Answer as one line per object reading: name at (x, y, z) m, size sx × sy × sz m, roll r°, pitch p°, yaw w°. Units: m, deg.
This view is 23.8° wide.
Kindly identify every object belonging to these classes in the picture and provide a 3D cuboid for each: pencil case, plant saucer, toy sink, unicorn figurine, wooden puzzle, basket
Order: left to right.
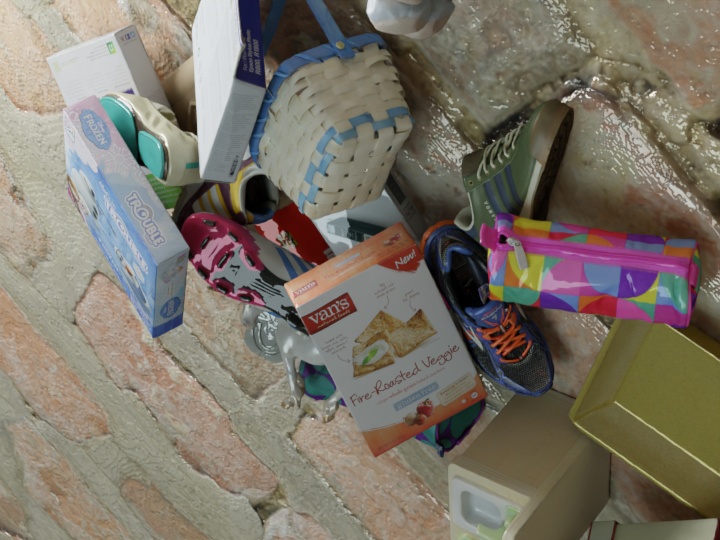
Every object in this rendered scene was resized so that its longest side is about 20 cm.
wooden puzzle at (-0.155, -0.124, 1.859) m, size 0.201 × 0.046 × 0.185 m, roll 56°, pitch 142°, yaw -4°
unicorn figurine at (-0.057, 0.084, 1.812) m, size 0.198 × 0.074 × 0.139 m, roll 7°, pitch 110°, yaw 19°
basket at (-0.044, -0.163, 1.643) m, size 0.201 × 0.138 × 0.177 m, roll 55°, pitch 147°, yaw 20°
pencil case at (0.031, 0.133, 1.871) m, size 0.199 × 0.085 × 0.093 m, roll 21°, pitch 135°, yaw 31°
toy sink at (0.160, 0.232, 1.742) m, size 0.111 × 0.200 × 0.131 m, roll 21°, pitch 137°, yaw 29°
pencil case at (0.205, 0.000, 1.533) m, size 0.198 × 0.089 × 0.089 m, roll 7°, pitch 133°, yaw 8°
plant saucer at (0.315, 0.130, 1.625) m, size 0.199 × 0.048 × 0.201 m, roll 35°, pitch 141°, yaw 15°

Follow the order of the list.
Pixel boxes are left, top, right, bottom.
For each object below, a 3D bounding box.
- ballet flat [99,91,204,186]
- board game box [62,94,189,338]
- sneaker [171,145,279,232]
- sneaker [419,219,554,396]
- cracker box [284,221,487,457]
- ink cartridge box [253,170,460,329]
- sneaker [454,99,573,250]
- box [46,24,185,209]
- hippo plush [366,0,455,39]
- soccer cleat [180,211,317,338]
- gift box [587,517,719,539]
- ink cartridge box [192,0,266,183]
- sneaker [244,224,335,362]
ballet flat at (-0.208, -0.136, 1.758) m, size 0.200 × 0.069 × 0.070 m, roll 42°, pitch 152°, yaw 52°
board game box at (-0.249, -0.053, 1.810) m, size 0.201 × 0.043 × 0.199 m, roll 57°, pitch 160°, yaw 17°
sneaker at (-0.136, -0.066, 1.781) m, size 0.090 × 0.075 × 0.201 m, roll 48°, pitch 142°, yaw 20°
sneaker at (0.125, 0.045, 1.687) m, size 0.201 × 0.075 × 0.078 m, roll 53°, pitch -178°, yaw -9°
cracker box at (0.027, 0.070, 1.694) m, size 0.201 × 0.133 × 0.058 m, roll 63°, pitch 178°, yaw -29°
ink cartridge box at (0.000, 0.000, 1.768) m, size 0.173 × 0.044 × 0.201 m, roll -29°, pitch 102°, yaw 27°
sneaker at (0.133, -0.089, 1.585) m, size 0.089 × 0.067 × 0.201 m, roll 27°, pitch 142°, yaw 15°
box at (-0.256, -0.159, 1.873) m, size 0.144 × 0.036 × 0.201 m, roll -7°, pitch 109°, yaw 49°
hippo plush at (0.022, -0.303, 1.430) m, size 0.160 × 0.159 × 0.201 m, roll 34°, pitch 142°, yaw 15°
soccer cleat at (-0.094, 0.006, 1.753) m, size 0.199 × 0.086 × 0.070 m, roll 34°, pitch 107°, yaw 6°
gift box at (0.301, 0.360, 1.682) m, size 0.184 × 0.201 × 0.186 m, roll 40°, pitch 148°, yaw -30°
ink cartridge box at (-0.122, -0.221, 1.636) m, size 0.040 × 0.201 × 0.200 m, roll 3°, pitch 146°, yaw -15°
sneaker at (-0.061, 0.007, 1.863) m, size 0.076 × 0.081 × 0.200 m, roll 37°, pitch 122°, yaw 1°
